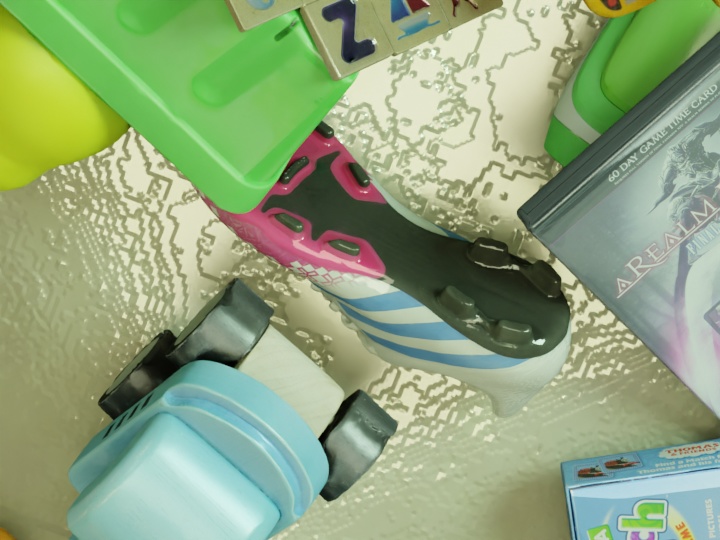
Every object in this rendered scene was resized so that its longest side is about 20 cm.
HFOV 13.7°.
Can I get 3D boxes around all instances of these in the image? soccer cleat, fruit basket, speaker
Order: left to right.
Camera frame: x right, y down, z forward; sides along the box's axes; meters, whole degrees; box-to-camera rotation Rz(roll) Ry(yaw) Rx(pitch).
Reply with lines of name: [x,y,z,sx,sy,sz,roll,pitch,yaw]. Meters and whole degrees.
fruit basket: [-0.104,-0.118,1.279,0.216,0.156,0.216,17,140,15]
soccer cleat: [0.000,0.000,1.334,0.200,0.086,0.070,32,55,11]
speaker: [0.163,-0.118,1.303,0.088,0.088,0.200,31,99,-6]

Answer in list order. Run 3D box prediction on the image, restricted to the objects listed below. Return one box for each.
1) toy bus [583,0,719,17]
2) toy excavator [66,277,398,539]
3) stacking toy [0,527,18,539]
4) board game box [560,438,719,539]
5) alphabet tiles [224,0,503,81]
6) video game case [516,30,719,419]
toy bus: [0.108,-0.161,1.230,0.078,0.200,0.065,-25,116,3]
toy excavator: [-0.104,0.124,1.312,0.100,0.200,0.194,44,140,-8]
stacking toy: [-0.251,0.147,1.353,0.200,0.110,0.116,-13,111,-9]
board game box: [0.200,0.147,1.369,0.200,0.037,0.151,-8,110,1]
alphabet tiles: [-0.018,-0.183,1.229,0.166,0.006,0.200,-28,93,-38]
video game case: [0.174,-0.017,1.302,0.143,0.019,0.200,-41,133,7]
